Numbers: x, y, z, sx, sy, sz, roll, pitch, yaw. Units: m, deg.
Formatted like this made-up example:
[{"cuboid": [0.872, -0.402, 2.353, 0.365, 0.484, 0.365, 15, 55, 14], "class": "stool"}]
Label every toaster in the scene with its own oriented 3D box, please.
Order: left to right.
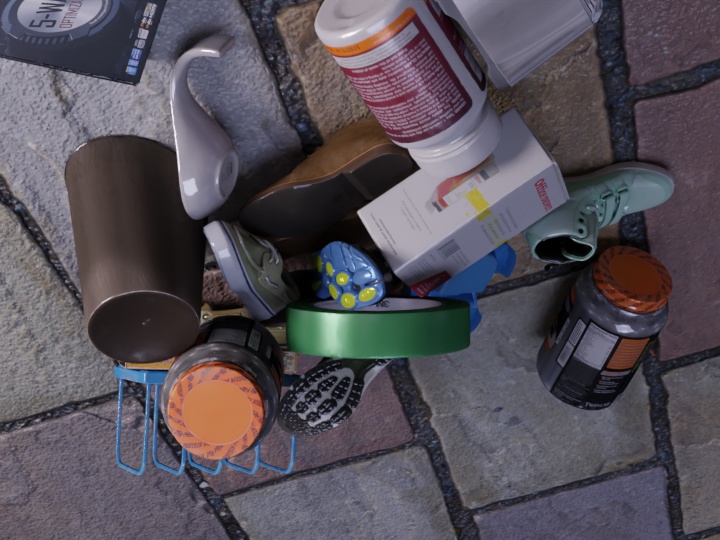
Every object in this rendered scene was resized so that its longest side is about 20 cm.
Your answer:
[{"cuboid": [0.136, -0.277, 1.166, 0.129, 0.114, 0.200, -30, 132, 15], "class": "toaster"}]

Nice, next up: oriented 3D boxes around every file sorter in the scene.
[{"cuboid": [-0.188, 0.182, 1.520, 0.199, 0.123, 0.139, 3, 178, -25], "class": "file sorter"}]

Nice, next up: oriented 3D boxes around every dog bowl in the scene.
[{"cuboid": [0.108, 0.019, 1.506, 0.111, 0.050, 0.200, -3, 140, -31], "class": "dog bowl"}]

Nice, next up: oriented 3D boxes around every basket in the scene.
[{"cuboid": [-0.227, -0.014, 1.301, 0.136, 0.200, 0.180, -30, 135, 20], "class": "basket"}]

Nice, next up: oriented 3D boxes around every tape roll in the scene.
[{"cuboid": [0.019, 0.059, 1.349, 0.200, 0.200, 0.048, -1, 95, -11], "class": "tape roll"}]

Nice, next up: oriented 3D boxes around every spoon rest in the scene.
[{"cuboid": [-0.160, -0.145, 1.270, 0.060, 0.099, 0.201, 14, 125, 14], "class": "spoon rest"}]

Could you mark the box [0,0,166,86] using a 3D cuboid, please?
[{"cuboid": [-0.254, -0.272, 1.134, 0.160, 0.044, 0.200, 10, 134, -22], "class": "box"}]

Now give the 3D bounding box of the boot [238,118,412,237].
[{"cuboid": [-0.040, -0.098, 1.341, 0.199, 0.076, 0.074, -23, 137, 14], "class": "boot"}]

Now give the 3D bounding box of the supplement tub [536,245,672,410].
[{"cuboid": [0.307, 0.072, 1.567, 0.122, 0.123, 0.200, 4, 135, -16], "class": "supplement tub"}]

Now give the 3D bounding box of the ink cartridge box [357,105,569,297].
[{"cuboid": [0.113, -0.069, 1.338, 0.200, 0.084, 0.145, -33, 162, 5], "class": "ink cartridge box"}]

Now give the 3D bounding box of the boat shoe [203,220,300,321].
[{"cuboid": [-0.117, -0.007, 1.353, 0.062, 0.072, 0.200, -27, 156, 0], "class": "boat shoe"}]

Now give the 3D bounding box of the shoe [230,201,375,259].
[{"cuboid": [-0.057, -0.049, 1.410, 0.199, 0.054, 0.070, -13, 146, 0], "class": "shoe"}]

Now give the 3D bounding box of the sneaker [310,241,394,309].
[{"cuboid": [0.000, 0.000, 1.333, 0.082, 0.071, 0.200, -8, -177, -13], "class": "sneaker"}]

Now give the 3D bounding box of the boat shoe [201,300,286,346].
[{"cuboid": [-0.162, 0.056, 1.500, 0.200, 0.063, 0.073, 3, 178, -10], "class": "boat shoe"}]

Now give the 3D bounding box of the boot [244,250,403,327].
[{"cuboid": [-0.041, 0.039, 1.485, 0.199, 0.074, 0.076, -14, 150, -15], "class": "boot"}]

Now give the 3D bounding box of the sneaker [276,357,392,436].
[{"cuboid": [-0.020, 0.120, 1.495, 0.200, 0.089, 0.077, -43, 95, -5], "class": "sneaker"}]

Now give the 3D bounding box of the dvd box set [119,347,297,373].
[{"cuboid": [-0.186, 0.105, 1.499, 0.199, 0.030, 0.146, 3, 178, -13], "class": "dvd box set"}]

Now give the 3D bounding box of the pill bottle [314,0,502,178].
[{"cuboid": [0.053, -0.192, 1.215, 0.114, 0.114, 0.200, -27, 126, 16], "class": "pill bottle"}]

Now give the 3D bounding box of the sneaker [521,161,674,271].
[{"cuboid": [0.274, -0.056, 1.425, 0.200, 0.118, 0.074, -8, 136, -5], "class": "sneaker"}]

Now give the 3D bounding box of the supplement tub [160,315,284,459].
[{"cuboid": [-0.144, 0.124, 1.324, 0.122, 0.200, 0.123, 0, 100, -1], "class": "supplement tub"}]
